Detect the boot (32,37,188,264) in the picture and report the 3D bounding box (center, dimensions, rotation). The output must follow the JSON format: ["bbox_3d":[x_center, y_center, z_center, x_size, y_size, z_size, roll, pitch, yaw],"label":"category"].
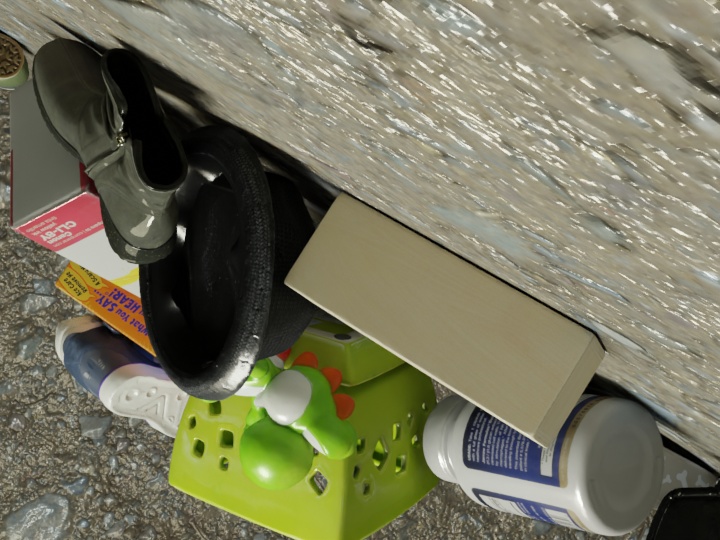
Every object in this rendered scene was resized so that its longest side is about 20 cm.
[{"bbox_3d":[-0.169,-0.113,0.762,0.200,0.068,0.131,60,153,19],"label":"boot"}]

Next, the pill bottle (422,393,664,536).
[{"bbox_3d":[0.150,0.156,0.948,0.111,0.111,0.200,35,160,-34],"label":"pill bottle"}]

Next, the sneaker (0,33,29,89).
[{"bbox_3d":[-0.465,-0.263,1.243,0.200,0.067,0.090,29,171,-1],"label":"sneaker"}]

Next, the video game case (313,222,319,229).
[{"bbox_3d":[0.012,0.006,0.914,0.200,0.024,0.182,16,168,36],"label":"video game case"}]

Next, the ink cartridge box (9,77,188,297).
[{"bbox_3d":[-0.198,-0.068,0.938,0.200,0.083,0.145,36,-145,-51],"label":"ink cartridge box"}]

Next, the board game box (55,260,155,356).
[{"bbox_3d":[-0.162,0.002,1.205,0.200,0.200,0.200,31,177,20],"label":"board game box"}]

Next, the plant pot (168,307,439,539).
[{"bbox_3d":[-0.042,0.121,1.030,0.200,0.182,0.199,13,-164,29],"label":"plant pot"}]

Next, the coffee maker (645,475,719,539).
[{"bbox_3d":[0.360,0.271,0.890,0.200,0.135,0.192,33,176,-26],"label":"coffee maker"}]

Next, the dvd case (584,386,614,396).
[{"bbox_3d":[0.148,0.096,1.050,0.149,0.016,0.200,20,177,0],"label":"dvd case"}]

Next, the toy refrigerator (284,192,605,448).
[{"bbox_3d":[0.055,0.032,0.733,0.200,0.076,0.070,30,176,24],"label":"toy refrigerator"}]

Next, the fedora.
[{"bbox_3d":[-0.088,-0.005,0.819,0.092,0.201,0.201,2,-162,-40],"label":"fedora"}]

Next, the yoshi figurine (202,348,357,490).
[{"bbox_3d":[-0.097,0.103,0.899,0.200,0.112,0.112,39,-143,19],"label":"yoshi figurine"}]

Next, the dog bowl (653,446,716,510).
[{"bbox_3d":[0.270,0.195,1.122,0.200,0.059,0.200,27,178,1],"label":"dog bowl"}]

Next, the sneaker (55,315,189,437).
[{"bbox_3d":[-0.249,0.106,1.212,0.146,0.081,0.200,40,-175,32],"label":"sneaker"}]
